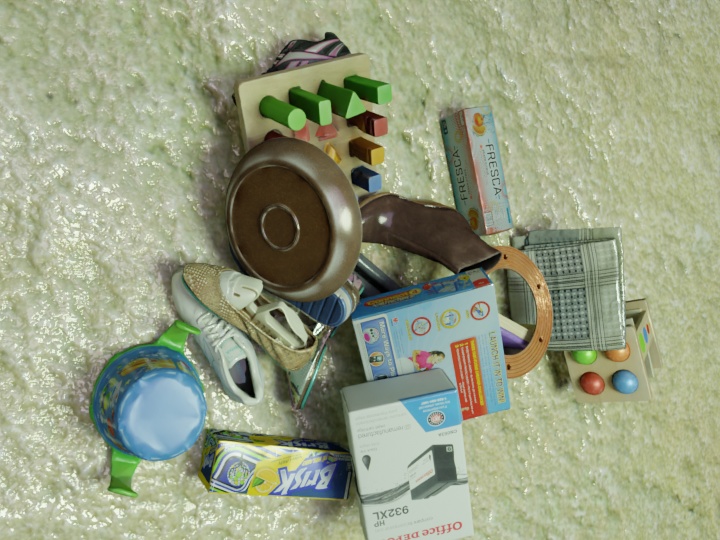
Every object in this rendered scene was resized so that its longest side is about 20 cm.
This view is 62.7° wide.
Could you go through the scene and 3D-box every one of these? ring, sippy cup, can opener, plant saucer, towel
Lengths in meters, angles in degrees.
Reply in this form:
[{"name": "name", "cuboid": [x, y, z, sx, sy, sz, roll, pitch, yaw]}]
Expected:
[{"name": "ring", "cuboid": [0.223, 0.064, 0.915, 0.196, 0.019, 0.206, 5, 80, -29]}, {"name": "sippy cup", "cuboid": [-0.238, 0.158, 0.687, 0.137, 0.129, 0.183, -14, 93, -28]}, {"name": "can opener", "cuboid": [0.000, 0.000, 0.860, 0.199, 0.066, 0.054, 39, 72, -21]}, {"name": "plant saucer", "cuboid": [-0.091, -0.054, 0.712, 0.032, 0.196, 0.205, -34, 105, -59]}, {"name": "towel", "cuboid": [0.338, 0.031, 0.982, 0.034, 0.189, 0.206, 2, 85, -54]}]

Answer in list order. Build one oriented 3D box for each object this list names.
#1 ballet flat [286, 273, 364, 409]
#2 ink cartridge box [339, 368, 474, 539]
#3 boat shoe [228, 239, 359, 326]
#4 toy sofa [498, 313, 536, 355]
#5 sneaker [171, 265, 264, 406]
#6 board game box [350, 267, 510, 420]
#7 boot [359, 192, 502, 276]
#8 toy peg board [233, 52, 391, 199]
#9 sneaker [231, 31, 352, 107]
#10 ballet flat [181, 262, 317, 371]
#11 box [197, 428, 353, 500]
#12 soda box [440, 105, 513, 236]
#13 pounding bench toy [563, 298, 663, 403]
[{"name": "ballet flat", "cuboid": [-0.066, 0.088, 0.822, 0.070, 0.069, 0.203, 27, 80, -3]}, {"name": "ink cartridge box", "cuboid": [0.060, 0.248, 0.768, 0.141, 0.084, 0.206, -10, 101, -7]}, {"name": "boat shoe", "cuboid": [-0.088, 0.001, 0.788, 0.198, 0.073, 0.072, 36, 28, 12]}, {"name": "toy sofa", "cuboid": [0.187, 0.099, 0.948, 0.197, 0.082, 0.100, 28, 74, -25]}, {"name": "sneaker", "cuboid": [-0.173, 0.083, 0.753, 0.070, 0.080, 0.203, -31, 100, -17]}, {"name": "board game box", "cuboid": [0.098, 0.119, 0.819, 0.191, 0.056, 0.205, -14, 113, -1]}, {"name": "boot", "cuboid": [0.090, -0.048, 0.856, 0.196, 0.166, 0.074, -12, 130, -33]}, {"name": "toy peg board", "cuboid": [-0.044, -0.160, 0.783, 0.197, 0.097, 0.204, -23, 124, -27]}, {"name": "sneaker", "cuboid": [-0.096, -0.273, 0.830, 0.197, 0.081, 0.087, -27, 77, -25]}, {"name": "ballet flat", "cuboid": [-0.128, 0.046, 0.734, 0.199, 0.065, 0.071, 42, 31, -24]}, {"name": "box", "cuboid": [-0.108, 0.259, 0.786, 0.196, 0.070, 0.066, 14, 83, -27]}, {"name": "soda box", "cuboid": [0.191, -0.159, 0.971, 0.062, 0.068, 0.206, -13, 94, -28]}, {"name": "pounding bench toy", "cuboid": [0.426, 0.107, 1.024, 0.155, 0.122, 0.205, -26, 101, -52]}]
